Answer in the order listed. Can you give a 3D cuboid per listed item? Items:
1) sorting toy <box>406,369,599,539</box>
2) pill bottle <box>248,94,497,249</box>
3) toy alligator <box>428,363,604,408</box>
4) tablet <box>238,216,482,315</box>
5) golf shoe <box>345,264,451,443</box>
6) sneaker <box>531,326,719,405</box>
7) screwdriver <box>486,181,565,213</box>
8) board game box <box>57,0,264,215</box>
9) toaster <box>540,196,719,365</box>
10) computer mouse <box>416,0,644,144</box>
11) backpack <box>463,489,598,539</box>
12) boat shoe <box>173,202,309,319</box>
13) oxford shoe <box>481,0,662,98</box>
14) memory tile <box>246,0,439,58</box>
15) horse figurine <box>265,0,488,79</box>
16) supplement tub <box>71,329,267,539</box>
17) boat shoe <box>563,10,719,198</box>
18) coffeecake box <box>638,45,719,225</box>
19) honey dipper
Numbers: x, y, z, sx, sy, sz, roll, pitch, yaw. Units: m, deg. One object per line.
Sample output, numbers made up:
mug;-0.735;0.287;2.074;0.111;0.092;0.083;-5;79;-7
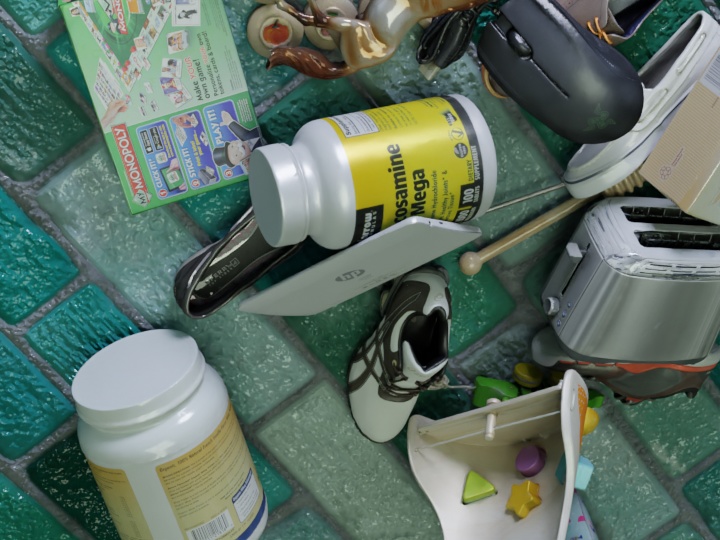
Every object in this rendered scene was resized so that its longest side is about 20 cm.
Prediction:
sorting toy;0.142;0.213;1.398;0.199;0.182;0.106;-21;140;40
pill bottle;0.009;-0.082;1.287;0.198;0.112;0.114;-13;120;-20
toy alligator;0.156;0.130;1.480;0.198;0.054;0.060;8;115;-15
tablet;0.000;0.000;1.325;0.199;0.014;0.130;-26;164;27
golf shoe;0.037;0.091;1.415;0.077;0.095;0.202;6;117;-15
sneaker;0.261;0.103;1.476;0.197;0.077;0.083;4;119;-13
screwdriver;0.106;-0.054;1.396;0.198;0.029;0.028;-21;119;-4
board game box;-0.165;-0.158;1.283;0.133;0.029;0.202;-16;119;-2
toaster;0.275;0.010;1.395;0.198;0.114;0.130;3;131;-18
computer mouse;0.153;-0.172;1.268;0.199;0.053;0.139;35;120;-7
backpack;0.177;0.324;1.516;0.149;0.178;0.202;-7;122;-2
boat shoe;-0.088;-0.026;1.349;0.200;0.057;0.067;-40;115;10
oxford shoe;0.191;-0.217;1.298;0.199;0.073;0.071;-40;118;10
memory tile;-0.008;-0.264;1.267;0.197;0.017;0.155;-10;118;-6
horse figurine;0.010;-0.225;1.247;0.132;0.050;0.200;40;112;-22
supplement tub;-0.178;0.171;1.384;0.143;0.145;0.202;-18;119;-2
boat shoe;0.253;-0.151;1.347;0.200;0.072;0.066;-41;113;10
coffeecake box;0.374;-0.113;1.352;0.199;0.073;0.154;14;115;-41
honey dipper;0.180;-0.052;1.407;0.199;0.038;0.038;-30;119;10
